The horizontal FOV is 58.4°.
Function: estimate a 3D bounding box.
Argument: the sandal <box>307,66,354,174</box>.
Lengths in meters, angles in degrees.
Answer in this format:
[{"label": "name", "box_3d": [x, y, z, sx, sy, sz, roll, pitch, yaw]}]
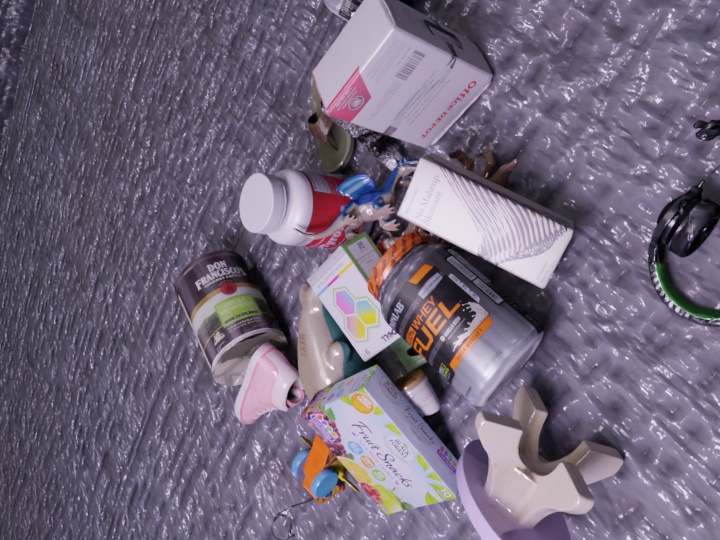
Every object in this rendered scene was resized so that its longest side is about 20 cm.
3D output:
[{"label": "sandal", "box_3d": [-0.063, -0.254, 1.084, 0.079, 0.057, 0.204, -29, 68, 41]}]

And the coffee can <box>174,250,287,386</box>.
[{"label": "coffee can", "box_3d": [-0.239, 0.086, 1.185, 0.147, 0.145, 0.201, -54, 54, 29]}]

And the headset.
[{"label": "headset", "box_3d": [0.343, -0.043, 0.627, 0.122, 0.093, 0.204, 12, 108, 45]}]

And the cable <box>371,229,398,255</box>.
[{"label": "cable", "box_3d": [0.000, 0.000, 0.971, 0.198, 0.050, 0.099, -20, 79, 42]}]

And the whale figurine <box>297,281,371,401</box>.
[{"label": "whale figurine", "box_3d": [-0.041, 0.113, 0.990, 0.159, 0.102, 0.204, 171, 89, -67]}]

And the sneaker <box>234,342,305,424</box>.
[{"label": "sneaker", "box_3d": [-0.158, 0.228, 1.143, 0.104, 0.075, 0.202, 34, 130, 16]}]

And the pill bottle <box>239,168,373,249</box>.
[{"label": "pill bottle", "box_3d": [-0.081, -0.093, 0.992, 0.111, 0.198, 0.115, -3, 86, 45]}]

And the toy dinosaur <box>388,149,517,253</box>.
[{"label": "toy dinosaur", "box_3d": [0.133, -0.081, 0.861, 0.197, 0.085, 0.138, -16, 84, 32]}]

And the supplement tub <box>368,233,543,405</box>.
[{"label": "supplement tub", "box_3d": [0.109, 0.053, 0.781, 0.200, 0.122, 0.124, 41, 117, 21]}]

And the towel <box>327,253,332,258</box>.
[{"label": "towel", "box_3d": [0.013, 0.036, 1.010, 0.198, 0.030, 0.149, -7, 83, 46]}]

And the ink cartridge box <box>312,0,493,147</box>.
[{"label": "ink cartridge box", "box_3d": [0.058, -0.259, 0.858, 0.146, 0.198, 0.086, -43, 54, 34]}]

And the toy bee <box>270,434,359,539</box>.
[{"label": "toy bee", "box_3d": [-0.061, 0.317, 1.019, 0.200, 0.108, 0.132, -46, 58, 21]}]

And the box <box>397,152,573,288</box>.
[{"label": "box", "box_3d": [0.151, -0.063, 0.781, 0.198, 0.068, 0.083, 26, 111, 10]}]

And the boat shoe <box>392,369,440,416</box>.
[{"label": "boat shoe", "box_3d": [0.042, 0.209, 0.943, 0.070, 0.071, 0.200, 53, 142, -1]}]

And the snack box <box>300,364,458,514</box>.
[{"label": "snack box", "box_3d": [0.031, 0.239, 0.890, 0.141, 0.053, 0.201, -31, 103, 39]}]

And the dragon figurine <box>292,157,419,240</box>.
[{"label": "dragon figurine", "box_3d": [0.001, -0.097, 0.936, 0.197, 0.059, 0.100, -19, 44, 10]}]

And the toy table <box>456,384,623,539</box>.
[{"label": "toy table", "box_3d": [0.189, 0.227, 0.725, 0.119, 0.181, 0.201, -66, 26, 21]}]

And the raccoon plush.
[{"label": "raccoon plush", "box_3d": [0.032, -0.261, 0.996, 0.199, 0.097, 0.135, 41, 104, 5]}]

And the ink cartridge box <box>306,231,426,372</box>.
[{"label": "ink cartridge box", "box_3d": [0.021, 0.059, 0.905, 0.201, 0.059, 0.104, 54, 138, 4]}]

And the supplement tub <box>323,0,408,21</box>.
[{"label": "supplement tub", "box_3d": [0.036, -0.462, 0.948, 0.123, 0.121, 0.202, 48, 120, 35]}]
